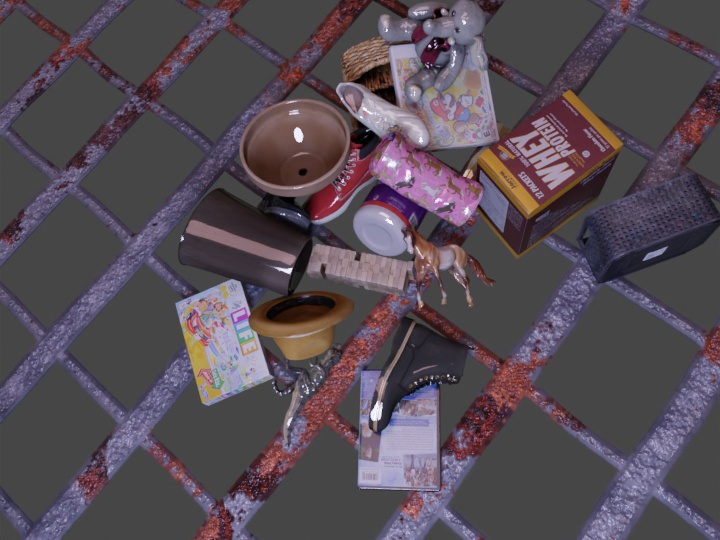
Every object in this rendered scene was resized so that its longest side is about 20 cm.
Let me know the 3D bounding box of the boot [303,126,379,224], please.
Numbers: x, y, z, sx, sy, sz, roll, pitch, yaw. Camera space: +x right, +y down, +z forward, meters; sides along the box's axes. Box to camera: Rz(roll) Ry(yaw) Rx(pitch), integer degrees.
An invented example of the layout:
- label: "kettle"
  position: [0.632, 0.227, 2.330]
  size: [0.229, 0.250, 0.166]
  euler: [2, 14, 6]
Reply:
- label: "boot"
  position: [-0.040, -0.183, 1.221]
  size: [0.200, 0.145, 0.072]
  euler: [-42, 71, -6]

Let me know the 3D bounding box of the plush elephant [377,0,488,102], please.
- label: "plush elephant"
  position: [0.149, -0.406, 1.111]
  size: [0.197, 0.155, 0.167]
  euler: [-15, 86, -10]

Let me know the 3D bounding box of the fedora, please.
- label: "fedora"
  position: [-0.100, 0.100, 1.137]
  size: [0.197, 0.201, 0.083]
  euler: [-4, 107, 7]

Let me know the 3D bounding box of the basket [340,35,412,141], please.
- label: "basket"
  position: [0.068, -0.360, 1.267]
  size: [0.196, 0.143, 0.151]
  euler: [-9, 69, 5]

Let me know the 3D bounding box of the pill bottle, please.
- label: "pill bottle"
  position: [0.074, -0.131, 1.187]
  size: [0.111, 0.113, 0.201]
  euler: [22, 56, 15]

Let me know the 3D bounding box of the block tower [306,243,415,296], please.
- label: "block tower"
  position: [0.000, 0.000, 1.198]
  size: [0.197, 0.054, 0.059]
  euler: [9, 73, 12]

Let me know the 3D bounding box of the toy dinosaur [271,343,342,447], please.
- label: "toy dinosaur"
  position: [-0.110, 0.202, 1.151]
  size: [0.087, 0.048, 0.202]
  euler: [30, 81, 10]

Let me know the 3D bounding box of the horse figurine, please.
- label: "horse figurine"
  position: [0.151, -0.003, 1.140]
  size: [0.198, 0.050, 0.135]
  euler: [1, 70, -37]

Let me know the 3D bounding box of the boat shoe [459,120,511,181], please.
- label: "boat shoe"
  position: [0.238, -0.191, 1.224]
  size: [0.076, 0.072, 0.201]
  euler: [32, 78, 6]

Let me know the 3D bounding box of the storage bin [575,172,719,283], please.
- label: "storage bin"
  position: [0.486, -0.068, 1.102]
  size: [0.197, 0.135, 0.095]
  euler: [-21, 69, 1]

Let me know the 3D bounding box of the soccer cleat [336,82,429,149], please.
- label: "soccer cleat"
  position: [0.035, -0.272, 1.147]
  size: [0.199, 0.077, 0.070]
  euler: [39, 111, 26]

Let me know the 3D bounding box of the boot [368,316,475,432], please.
- label: "boot"
  position: [0.102, 0.191, 1.090]
  size: [0.136, 0.078, 0.203]
  euler: [19, 74, 10]

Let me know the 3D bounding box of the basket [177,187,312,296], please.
- label: "basket"
  position: [-0.197, -0.044, 1.172]
  size: [0.197, 0.137, 0.181]
  euler: [22, 37, 6]

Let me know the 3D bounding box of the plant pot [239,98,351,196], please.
- label: "plant pot"
  position: [-0.111, -0.201, 1.159]
  size: [0.197, 0.093, 0.204]
  euler: [-3, 59, 4]

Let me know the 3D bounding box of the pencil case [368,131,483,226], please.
- label: "pencil case"
  position: [0.113, -0.156, 1.103]
  size: [0.198, 0.083, 0.087]
  euler: [31, 116, -11]

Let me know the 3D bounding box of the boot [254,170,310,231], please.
- label: "boot"
  position: [-0.117, -0.180, 1.246]
  size: [0.163, 0.066, 0.202]
  euler: [11, 68, 45]

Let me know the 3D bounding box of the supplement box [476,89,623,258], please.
- label: "supplement box"
  position: [0.317, -0.160, 1.127]
  size: [0.196, 0.200, 0.133]
  euler: [-35, 70, -5]

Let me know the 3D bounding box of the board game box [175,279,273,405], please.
- label: "board game box"
  position: [-0.254, 0.129, 1.202]
  size: [0.133, 0.034, 0.202]
  euler: [-22, 69, 0]

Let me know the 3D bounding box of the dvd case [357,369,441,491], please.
- label: "dvd case"
  position: [0.068, 0.272, 1.111]
  size: [0.140, 0.018, 0.203]
  euler: [-1, 70, 8]

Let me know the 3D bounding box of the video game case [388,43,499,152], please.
- label: "video game case"
  position: [0.154, -0.323, 1.193]
  size: [0.179, 0.023, 0.204]
  euler: [-9, 86, -10]
